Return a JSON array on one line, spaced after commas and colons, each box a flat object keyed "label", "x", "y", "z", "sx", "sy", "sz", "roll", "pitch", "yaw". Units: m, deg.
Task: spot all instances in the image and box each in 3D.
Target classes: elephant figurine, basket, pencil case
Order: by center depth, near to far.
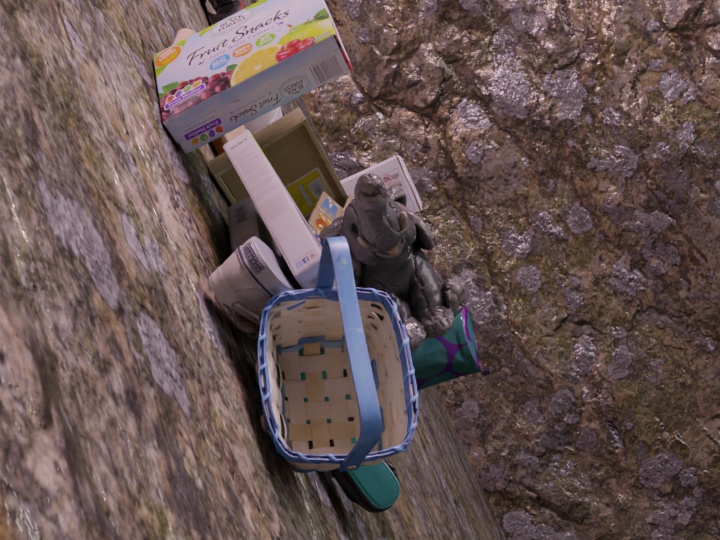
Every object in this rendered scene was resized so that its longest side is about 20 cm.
[{"label": "basket", "x": -0.019, "y": 0.090, "z": 1.034, "sx": 0.200, "sy": 0.138, "sz": 0.178, "roll": 114, "pitch": -29, "yaw": -59}, {"label": "elephant figurine", "x": 0.025, "y": -0.027, "z": 1.253, "sx": 0.141, "sy": 0.154, "sz": 0.202, "roll": -42, "pitch": 116, "yaw": -44}, {"label": "pencil case", "x": 0.045, "y": 0.114, "z": 1.400, "sx": 0.093, "sy": 0.198, "sz": 0.086, "roll": 57, "pitch": 13, "yaw": -62}]

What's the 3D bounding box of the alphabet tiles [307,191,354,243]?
[{"label": "alphabet tiles", "x": 0.000, "y": 0.000, "z": 1.367, "sx": 0.166, "sy": 0.006, "sz": 0.201, "roll": 42, "pitch": 37, "yaw": -16}]

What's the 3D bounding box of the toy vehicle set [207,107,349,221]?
[{"label": "toy vehicle set", "x": -0.083, "y": -0.085, "z": 1.418, "sx": 0.027, "sy": 0.124, "sz": 0.201, "roll": 59, "pitch": -1, "yaw": 45}]

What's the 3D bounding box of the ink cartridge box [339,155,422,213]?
[{"label": "ink cartridge box", "x": -0.018, "y": -0.083, "z": 1.663, "sx": 0.176, "sy": 0.198, "sz": 0.085, "roll": -58, "pitch": 123, "yaw": -83}]

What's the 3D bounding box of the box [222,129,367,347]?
[{"label": "box", "x": -0.063, "y": -0.030, "z": 1.191, "sx": 0.201, "sy": 0.036, "sz": 0.145, "roll": 60, "pitch": 1, "yaw": 40}]

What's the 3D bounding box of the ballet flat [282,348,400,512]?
[{"label": "ballet flat", "x": -0.030, "y": 0.161, "z": 1.222, "sx": 0.201, "sy": 0.073, "sz": 0.073, "roll": 59, "pitch": 6, "yaw": -11}]

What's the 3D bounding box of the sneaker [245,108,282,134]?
[{"label": "sneaker", "x": -0.138, "y": -0.210, "z": 1.772, "sx": 0.200, "sy": 0.070, "sz": 0.081, "roll": 27, "pitch": 41, "yaw": -83}]

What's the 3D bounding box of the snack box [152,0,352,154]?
[{"label": "snack box", "x": -0.118, "y": -0.220, "z": 1.264, "sx": 0.053, "sy": 0.198, "sz": 0.143, "roll": 60, "pitch": 7, "yaw": -39}]

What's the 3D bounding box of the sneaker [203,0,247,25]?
[{"label": "sneaker", "x": -0.226, "y": -0.443, "z": 1.945, "sx": 0.201, "sy": 0.070, "sz": 0.098, "roll": -111, "pitch": 175, "yaw": -51}]

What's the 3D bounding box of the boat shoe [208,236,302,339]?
[{"label": "boat shoe", "x": -0.088, "y": 0.032, "z": 1.133, "sx": 0.071, "sy": 0.069, "sz": 0.200, "roll": 59, "pitch": 4, "yaw": 21}]

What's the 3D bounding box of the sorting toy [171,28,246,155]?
[{"label": "sorting toy", "x": -0.181, "y": -0.202, "z": 1.506, "sx": 0.201, "sy": 0.036, "sz": 0.185, "roll": 59, "pitch": 7, "yaw": -20}]

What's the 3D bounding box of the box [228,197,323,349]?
[{"label": "box", "x": -0.083, "y": 0.036, "z": 1.301, "sx": 0.201, "sy": 0.036, "sz": 0.145, "roll": 61, "pitch": 7, "yaw": -30}]
